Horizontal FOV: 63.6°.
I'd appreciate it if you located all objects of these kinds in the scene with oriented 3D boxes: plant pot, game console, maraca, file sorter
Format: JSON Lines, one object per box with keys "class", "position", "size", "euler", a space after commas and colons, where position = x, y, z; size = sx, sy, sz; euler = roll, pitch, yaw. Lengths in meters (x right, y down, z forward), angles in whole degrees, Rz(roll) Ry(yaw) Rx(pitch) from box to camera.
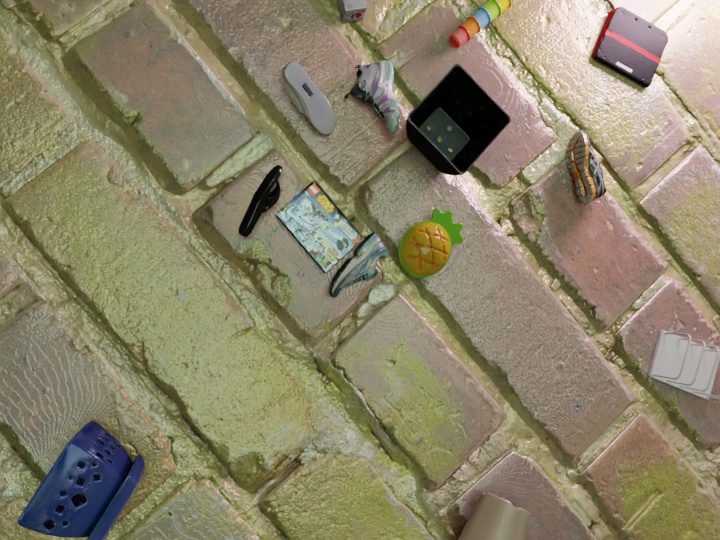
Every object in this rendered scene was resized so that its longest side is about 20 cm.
{"class": "plant pot", "position": [0.233, -0.370, 1.516], "size": [0.199, 0.177, 0.200], "euler": [43, 82, -4]}
{"class": "game console", "position": [0.795, -0.658, 1.706], "size": [0.198, 0.031, 0.179], "euler": [25, 87, -6]}
{"class": "maraca", "position": [0.185, -0.071, 1.524], "size": [0.200, 0.107, 0.137], "euler": [-44, 101, -9]}
{"class": "file sorter", "position": [0.941, 0.268, 1.618], "size": [0.197, 0.124, 0.141], "euler": [21, 84, -8]}
{"class": "plant pot", "position": [-0.612, 0.488, 1.316], "size": [0.179, 0.200, 0.202], "euler": [34, 81, -12]}
{"class": "plant pot", "position": [0.340, 0.678, 1.472], "size": [0.199, 0.200, 0.185], "euler": [30, 71, -6]}

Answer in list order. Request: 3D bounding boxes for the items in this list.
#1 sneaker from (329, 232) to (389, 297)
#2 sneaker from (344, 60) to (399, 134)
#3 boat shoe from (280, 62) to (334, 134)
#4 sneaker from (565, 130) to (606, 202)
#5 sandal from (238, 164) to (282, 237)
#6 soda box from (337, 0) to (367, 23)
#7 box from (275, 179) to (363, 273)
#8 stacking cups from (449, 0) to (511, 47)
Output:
{"class": "sneaker", "position": [0.000, 0.000, 1.505], "size": [0.086, 0.078, 0.201], "euler": [42, 81, -8]}
{"class": "sneaker", "position": [0.026, -0.454, 1.544], "size": [0.137, 0.078, 0.203], "euler": [-7, 78, -8]}
{"class": "boat shoe", "position": [-0.141, -0.445, 1.516], "size": [0.072, 0.066, 0.201], "euler": [-46, 115, -13]}
{"class": "sneaker", "position": [0.639, -0.294, 1.636], "size": [0.076, 0.078, 0.204], "euler": [-11, 92, -23]}
{"class": "sandal", "position": [-0.247, -0.175, 1.487], "size": [0.048, 0.075, 0.203], "euler": [28, 89, -31]}
{"class": "soda box", "position": [-0.038, -0.778, 1.554], "size": [0.062, 0.068, 0.203], "euler": [-13, 88, -10]}
{"class": "box", "position": [-0.106, -0.113, 1.513], "size": [0.137, 0.040, 0.201], "euler": [-41, 93, -8]}
{"class": "stacking cups", "position": [0.332, -0.696, 1.612], "size": [0.200, 0.060, 0.061], "euler": [-44, 94, -9]}
